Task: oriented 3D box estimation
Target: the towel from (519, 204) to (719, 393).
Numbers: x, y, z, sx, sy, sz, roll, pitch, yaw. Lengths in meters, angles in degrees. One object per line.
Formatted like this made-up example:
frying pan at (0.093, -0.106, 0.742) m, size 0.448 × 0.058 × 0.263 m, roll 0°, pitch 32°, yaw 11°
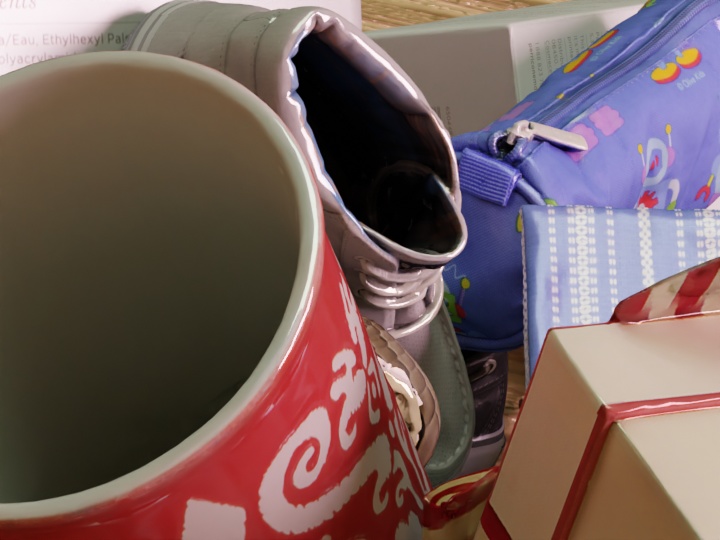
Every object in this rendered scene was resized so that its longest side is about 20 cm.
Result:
towel at (0.152, 0.036, 0.906) m, size 0.198 × 0.024 × 0.146 m, roll 1°, pitch 54°, yaw -1°

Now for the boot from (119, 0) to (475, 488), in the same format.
boot at (0.000, 0.000, 0.923) m, size 0.095 × 0.200 × 0.074 m, roll 5°, pitch 46°, yaw 52°

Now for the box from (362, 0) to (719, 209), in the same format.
box at (0.091, -0.064, 1.210) m, size 0.199 × 0.098 × 0.124 m, roll -13°, pitch 9°, yaw -43°

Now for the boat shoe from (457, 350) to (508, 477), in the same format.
boat shoe at (-0.036, 0.040, 1.003) m, size 0.199 × 0.067 × 0.070 m, roll 2°, pitch 25°, yaw -20°

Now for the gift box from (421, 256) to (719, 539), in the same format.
gift box at (0.134, 0.100, 0.743) m, size 0.184 × 0.201 × 0.187 m, roll -1°, pitch 37°, yaw -31°

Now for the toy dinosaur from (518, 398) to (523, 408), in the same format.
toy dinosaur at (0.113, 0.071, 1.002) m, size 0.200 × 0.107 × 0.060 m, roll 33°, pitch 53°, yaw 32°

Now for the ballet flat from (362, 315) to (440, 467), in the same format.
ballet flat at (-0.063, 0.020, 0.867) m, size 0.199 × 0.068 × 0.046 m, roll 26°, pitch 1°, yaw -15°

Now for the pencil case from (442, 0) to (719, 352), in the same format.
pencil case at (0.086, -0.041, 1.043) m, size 0.078 × 0.087 × 0.200 m, roll 31°, pitch 38°, yaw 21°

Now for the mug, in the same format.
mug at (-0.064, 0.065, 0.766) m, size 0.177 × 0.200 × 0.134 m, roll -36°, pitch 55°, yaw -5°

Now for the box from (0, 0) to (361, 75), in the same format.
box at (-0.132, -0.056, 1.004) m, size 0.199 × 0.132 × 0.198 m, roll -4°, pitch 4°, yaw -40°
